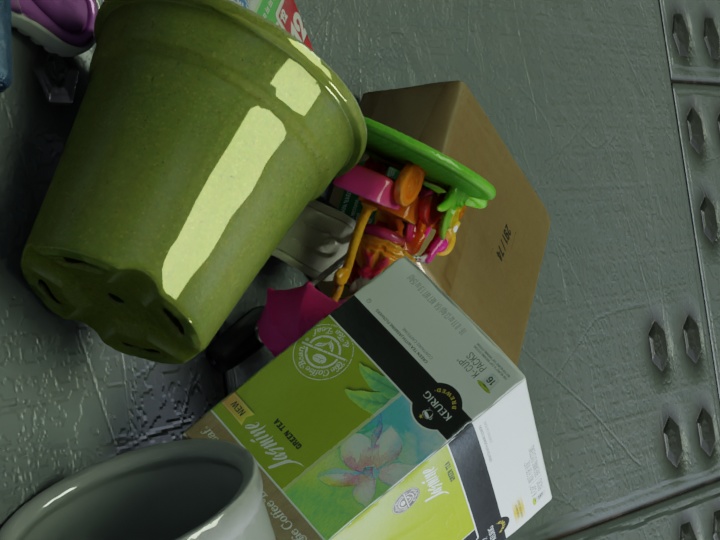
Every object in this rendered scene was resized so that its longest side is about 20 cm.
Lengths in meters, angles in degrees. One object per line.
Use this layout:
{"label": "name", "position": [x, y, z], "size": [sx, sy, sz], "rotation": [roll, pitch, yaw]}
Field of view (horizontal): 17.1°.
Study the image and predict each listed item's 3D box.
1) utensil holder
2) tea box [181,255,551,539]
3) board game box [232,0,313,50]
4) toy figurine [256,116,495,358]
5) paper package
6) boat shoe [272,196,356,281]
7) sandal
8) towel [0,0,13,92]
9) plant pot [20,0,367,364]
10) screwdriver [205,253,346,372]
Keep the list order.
{"label": "utensil holder", "position": [-0.115, 0.232, 1.482], "size": [0.170, 0.169, 0.201], "rotation": [-46, 123, -56]}
{"label": "tea box", "position": [0.010, 0.134, 1.624], "size": [0.196, 0.134, 0.200], "rotation": [-39, 152, -12]}
{"label": "board game box", "position": [-0.092, -0.224, 1.807], "size": [0.201, 0.030, 0.096], "rotation": [66, 31, -20]}
{"label": "toy figurine", "position": [0.000, 0.000, 1.722], "size": [0.185, 0.149, 0.200], "rotation": [-65, 158, -3]}
{"label": "paper package", "position": [0.060, -0.023, 1.942], "size": [0.191, 0.103, 0.201], "rotation": [54, 39, -38]}
{"label": "boat shoe", "position": [-0.079, -0.058, 1.754], "size": [0.072, 0.068, 0.200], "rotation": [-51, 136, 1]}
{"label": "sandal", "position": [-0.223, -0.200, 1.532], "size": [0.202, 0.050, 0.083], "rotation": [24, 60, -56]}
{"label": "towel", "position": [-0.265, -0.202, 1.428], "size": [0.111, 0.048, 0.201], "rotation": [1, 76, -34]}
{"label": "plant pot", "position": [-0.123, -0.050, 1.545], "size": [0.201, 0.199, 0.185], "rotation": [51, 56, -42]}
{"label": "screwdriver", "position": [-0.040, 0.011, 1.755], "size": [0.200, 0.028, 0.029], "rotation": [-42, 148, -29]}
